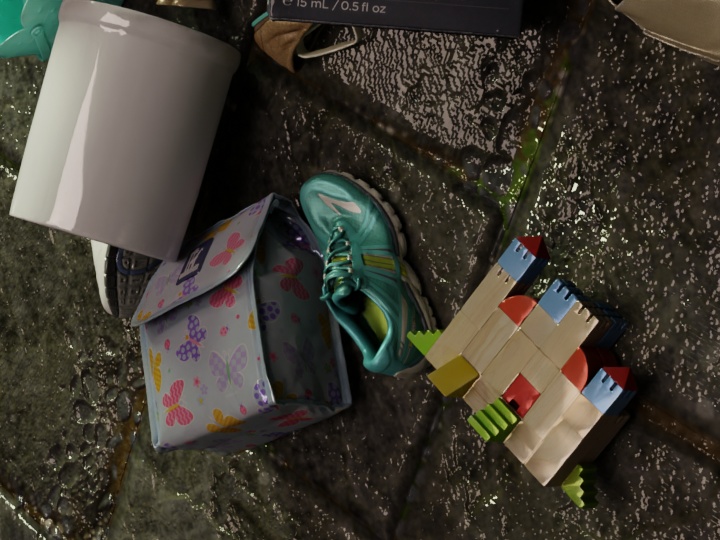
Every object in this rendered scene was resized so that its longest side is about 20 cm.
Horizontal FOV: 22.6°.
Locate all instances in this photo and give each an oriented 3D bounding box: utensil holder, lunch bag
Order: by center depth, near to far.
[{"bbox_3d":[-0.114,0.050,1.619,0.169,0.127,0.201,-23,66,40],"label":"lunch bag"},{"bbox_3d":[-0.216,-0.124,1.628,0.170,0.170,0.201,15,88,40],"label":"utensil holder"}]

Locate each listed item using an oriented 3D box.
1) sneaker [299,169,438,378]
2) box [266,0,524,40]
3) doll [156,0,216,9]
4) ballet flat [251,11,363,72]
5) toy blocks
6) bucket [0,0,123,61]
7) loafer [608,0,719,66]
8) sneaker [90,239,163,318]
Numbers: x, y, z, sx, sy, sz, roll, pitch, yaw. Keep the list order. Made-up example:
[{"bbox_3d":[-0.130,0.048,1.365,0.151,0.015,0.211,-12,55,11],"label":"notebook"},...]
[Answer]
[{"bbox_3d":[0.000,0.000,1.540,0.077,0.079,0.201,-42,66,36],"label":"sneaker"},{"bbox_3d":[0.030,-0.286,1.397,0.196,0.117,0.201,4,99,-3],"label":"box"},{"bbox_3d":[-0.158,-0.344,1.667,0.136,0.048,0.201,19,106,60],"label":"doll"},{"bbox_3d":[-0.015,-0.233,1.548,0.200,0.068,0.072,-35,91,38],"label":"ballet flat"},{"bbox_3d":[0.148,0.068,1.417,0.200,0.100,0.137,48,111,28],"label":"toy blocks"},{"bbox_3d":[-0.334,-0.303,1.771,0.207,0.134,0.208,4,95,41],"label":"bucket"},{"bbox_3d":[0.224,-0.205,1.328,0.200,0.068,0.076,34,116,34],"label":"loafer"},{"bbox_3d":[-0.233,-0.054,1.759,0.087,0.074,0.201,-2,86,53],"label":"sneaker"}]
